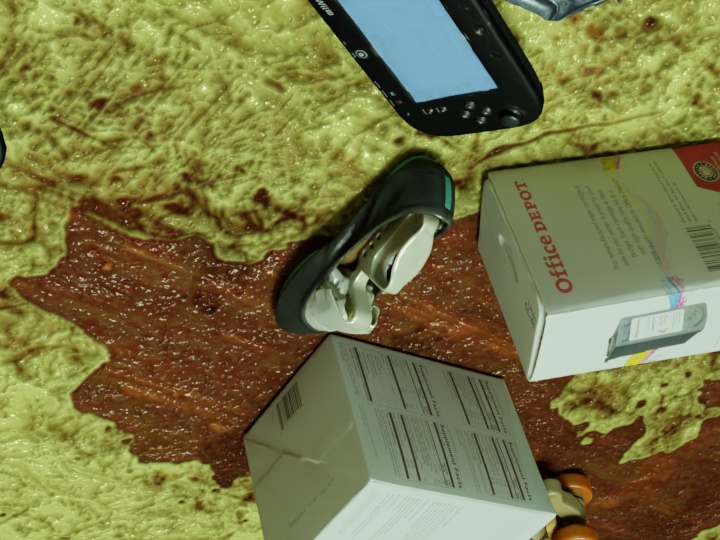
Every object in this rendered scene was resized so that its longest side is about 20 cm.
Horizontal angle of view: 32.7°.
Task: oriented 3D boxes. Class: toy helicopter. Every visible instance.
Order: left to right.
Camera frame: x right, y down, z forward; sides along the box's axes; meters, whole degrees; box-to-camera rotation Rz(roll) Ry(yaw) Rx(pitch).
[{"bbox_3d":[0.142,0.241,1.251,0.132,0.079,0.199,-33,127,31],"label":"toy helicopter"}]

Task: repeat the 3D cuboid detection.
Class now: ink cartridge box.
[{"bbox_3d":[0.202,-0.010,0.914,0.198,0.148,0.086,-9,138,-9],"label":"ink cartridge box"}]

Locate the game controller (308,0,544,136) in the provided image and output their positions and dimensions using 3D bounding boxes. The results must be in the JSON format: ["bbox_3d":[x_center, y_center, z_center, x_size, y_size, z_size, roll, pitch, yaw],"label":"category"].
[{"bbox_3d":[0.038,-0.148,0.764,0.103,0.042,0.200,-13,144,27],"label":"game controller"}]

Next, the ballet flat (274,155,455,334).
[{"bbox_3d":[0.000,0.000,0.913,0.068,0.069,0.200,16,130,-34],"label":"ballet flat"}]

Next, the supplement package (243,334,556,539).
[{"bbox_3d":[0.030,0.177,1.058,0.199,0.151,0.152,17,129,-33],"label":"supplement package"}]

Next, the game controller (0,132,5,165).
[{"bbox_3d":[-0.318,-0.073,0.727,0.198,0.042,0.105,-18,140,0],"label":"game controller"}]

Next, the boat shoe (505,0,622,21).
[{"bbox_3d":[0.167,-0.198,0.757,0.198,0.071,0.091,9,135,-18],"label":"boat shoe"}]
